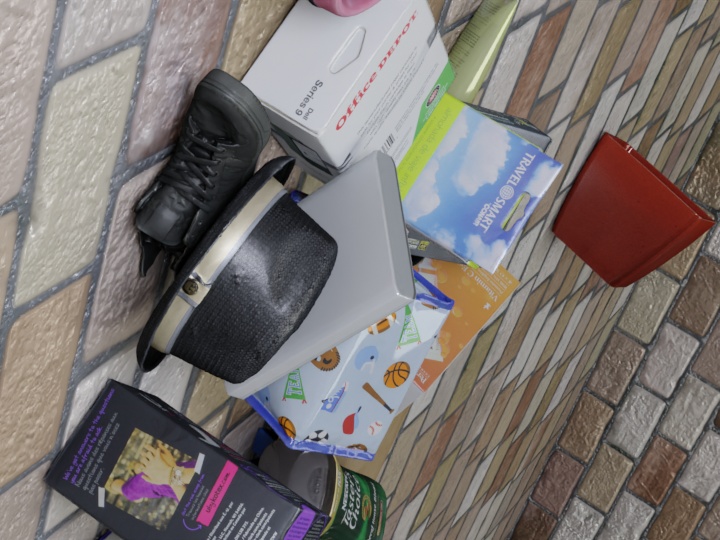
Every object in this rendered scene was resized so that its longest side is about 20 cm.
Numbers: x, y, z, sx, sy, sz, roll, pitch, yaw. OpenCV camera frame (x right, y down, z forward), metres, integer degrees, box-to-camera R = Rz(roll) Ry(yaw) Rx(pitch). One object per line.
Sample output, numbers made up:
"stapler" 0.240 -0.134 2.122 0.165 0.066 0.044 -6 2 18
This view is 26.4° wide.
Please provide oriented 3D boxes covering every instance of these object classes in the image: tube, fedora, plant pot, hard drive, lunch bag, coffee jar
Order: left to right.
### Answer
"fedora" -0.083 0.014 1.174 0.201 0.092 0.201 -54 179 -1
"hard drive" -0.042 0.006 1.242 0.026 0.132 0.200 21 140 -41
"lunch bag" -0.044 0.041 1.344 0.124 0.200 0.170 17 108 -41
"coffee jar" -0.043 0.248 1.640 0.200 0.085 0.104 44 50 -60
"tube" 0.102 -0.194 1.547 0.052 0.058 0.200 8 113 -60
"plant pot" 0.419 -0.081 2.432 0.176 0.200 0.200 -49 165 12

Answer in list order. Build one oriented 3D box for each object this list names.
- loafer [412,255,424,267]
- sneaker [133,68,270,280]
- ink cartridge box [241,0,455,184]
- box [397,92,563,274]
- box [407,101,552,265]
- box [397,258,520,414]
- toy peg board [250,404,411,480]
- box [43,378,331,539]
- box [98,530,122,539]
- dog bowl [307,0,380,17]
"loafer" 0.000 0.000 1.587 0.200 0.063 0.072 -38 155 -49
"sneaker" -0.123 -0.060 1.131 0.104 0.060 0.200 -52 173 -22
"ink cartridge box" -0.005 -0.155 1.260 0.146 0.084 0.200 -56 163 -6
"box" 0.070 -0.093 1.382 0.122 0.200 0.048 -57 163 0
"box" 0.078 -0.091 1.525 0.200 0.051 0.158 10 114 -42
"box" 0.062 0.048 1.702 0.200 0.124 0.097 -46 -179 -35
"toy peg board" -0.064 0.200 1.757 0.199 0.098 0.200 -10 132 -47
"box" -0.143 0.193 1.290 0.106 0.200 0.122 -56 163 -4
"box" -0.239 0.357 1.478 0.184 0.105 0.200 -41 158 -46
"dog bowl" 0.013 -0.262 1.071 0.200 0.074 0.200 -47 172 -9
